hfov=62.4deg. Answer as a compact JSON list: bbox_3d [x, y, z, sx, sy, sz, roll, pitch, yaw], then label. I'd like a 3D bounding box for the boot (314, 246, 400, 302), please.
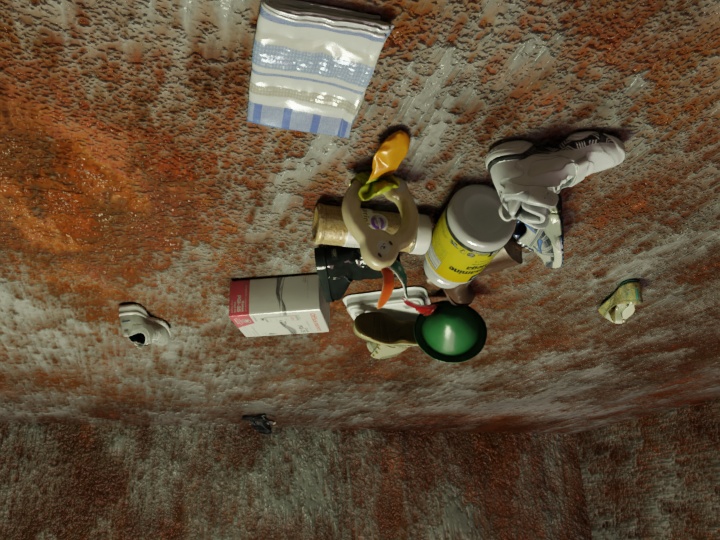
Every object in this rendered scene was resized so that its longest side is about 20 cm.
[{"bbox_3d":[0.000,-0.001,1.153,0.158,0.075,0.199,-7,155,1],"label":"boot"}]

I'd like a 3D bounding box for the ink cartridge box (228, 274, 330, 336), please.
[{"bbox_3d":[-0.170,0.078,1.289,0.195,0.085,0.147,-4,156,4],"label":"ink cartridge box"}]

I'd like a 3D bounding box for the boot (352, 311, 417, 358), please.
[{"bbox_3d":[0.046,0.159,1.403,0.196,0.074,0.154,11,155,-26],"label":"boot"}]

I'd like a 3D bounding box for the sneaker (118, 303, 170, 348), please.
[{"bbox_3d":[-0.519,0.151,1.416,0.073,0.084,0.201,-7,156,9],"label":"sneaker"}]

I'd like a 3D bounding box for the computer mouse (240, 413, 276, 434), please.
[{"bbox_3d":[-0.425,0.671,2.630,0.137,0.047,0.201,-7,144,22],"label":"computer mouse"}]

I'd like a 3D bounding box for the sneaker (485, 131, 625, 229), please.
[{"bbox_3d":[0.281,-0.125,0.842,0.195,0.117,0.075,-4,157,4],"label":"sneaker"}]

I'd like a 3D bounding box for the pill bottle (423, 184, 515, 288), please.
[{"bbox_3d":[0.173,-0.047,1.007,0.110,0.115,0.201,2,156,-10],"label":"pill bottle"}]

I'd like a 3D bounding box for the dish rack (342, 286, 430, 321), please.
[{"bbox_3d":[0.067,0.097,1.404,0.195,0.045,0.172,-7,156,11],"label":"dish rack"}]

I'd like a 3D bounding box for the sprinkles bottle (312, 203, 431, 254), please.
[{"bbox_3d":[0.019,-0.069,0.999,0.195,0.070,0.068,4,155,-15],"label":"sprinkles bottle"}]

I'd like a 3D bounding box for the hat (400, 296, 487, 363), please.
[{"bbox_3d":[0.195,0.082,1.261,0.163,0.201,0.178,22,139,20],"label":"hat"}]

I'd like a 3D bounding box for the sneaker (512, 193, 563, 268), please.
[{"bbox_3d":[0.312,-0.069,1.042,0.083,0.079,0.201,-1,150,21],"label":"sneaker"}]

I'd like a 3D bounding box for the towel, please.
[{"bbox_3d":[-0.057,-0.227,0.698,0.143,0.024,0.200,5,155,-14],"label":"towel"}]

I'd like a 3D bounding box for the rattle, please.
[{"bbox_3d":[0.053,-0.065,0.845,0.128,0.204,0.142,16,150,-37],"label":"rattle"}]

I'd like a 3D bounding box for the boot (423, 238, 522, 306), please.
[{"bbox_3d":[0.254,0.002,1.200,0.198,0.066,0.185,-25,150,32],"label":"boot"}]

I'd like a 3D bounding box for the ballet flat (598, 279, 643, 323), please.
[{"bbox_3d":[0.616,0.089,1.410,0.069,0.072,0.201,-3,156,2],"label":"ballet flat"}]
